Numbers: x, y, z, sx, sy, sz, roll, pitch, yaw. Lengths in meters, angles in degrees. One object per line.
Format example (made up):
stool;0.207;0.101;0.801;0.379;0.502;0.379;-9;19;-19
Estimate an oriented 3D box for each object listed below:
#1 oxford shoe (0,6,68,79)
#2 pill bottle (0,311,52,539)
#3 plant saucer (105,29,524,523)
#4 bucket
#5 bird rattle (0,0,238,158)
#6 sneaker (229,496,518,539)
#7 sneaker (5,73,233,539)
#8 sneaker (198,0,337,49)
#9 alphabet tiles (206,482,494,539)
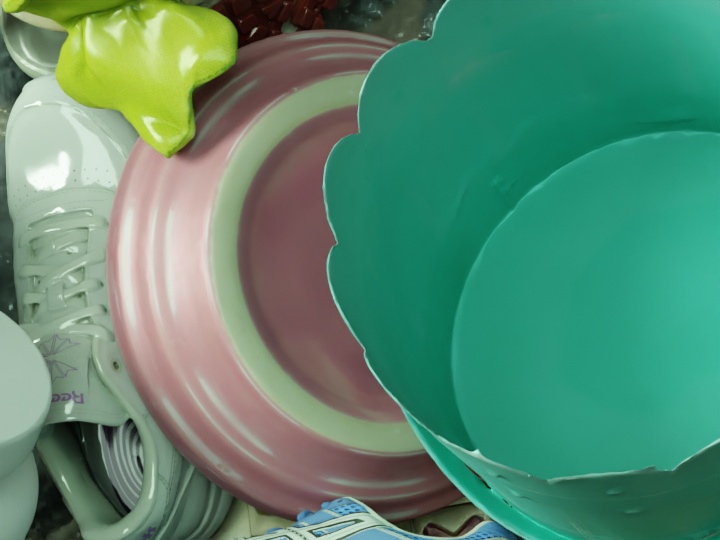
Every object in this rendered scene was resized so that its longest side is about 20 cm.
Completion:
oxford shoe;-0.112;-0.178;1.240;0.075;0.058;0.201;16;82;9
pill bottle;-0.191;0.103;1.110;0.113;0.113;0.200;40;127;13
plant saucer;0.000;0.000;1.141;0.200;0.051;0.201;5;79;-25
bucket;0.097;0.002;1.038;0.206;0.135;0.208;-7;66;16
bird rattle;-0.105;-0.128;1.156;0.163;0.113;0.200;-35;31;-26
sneaker;-0.027;0.131;1.111;0.199;0.076;0.077;4;50;12
sneaker;-0.102;0.018;1.149;0.075;0.100;0.201;-16;88;20
sneaker;-0.052;-0.126;1.221;0.200;0.078;0.082;-46;55;-3
alphabet tiles;-0.033;0.077;1.199;0.166;0.008;0.201;-10;77;5
